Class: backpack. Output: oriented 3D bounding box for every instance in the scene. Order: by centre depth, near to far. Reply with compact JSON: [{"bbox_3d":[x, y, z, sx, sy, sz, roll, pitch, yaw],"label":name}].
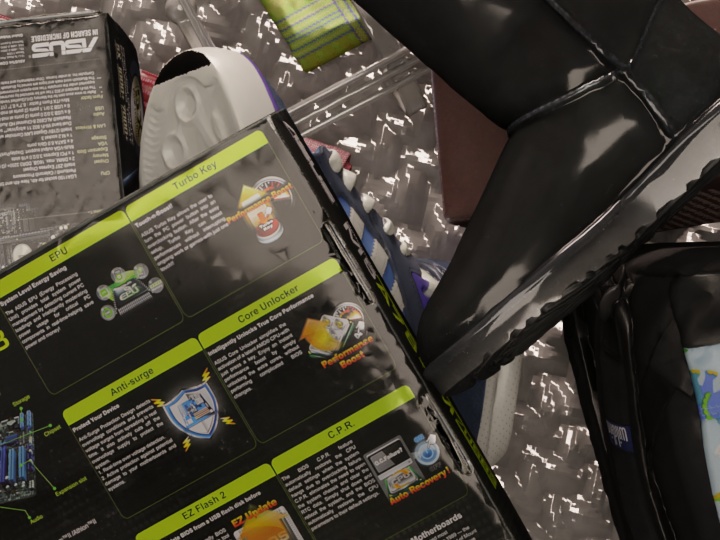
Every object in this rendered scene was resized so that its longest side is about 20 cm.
[{"bbox_3d":[0.158,0.087,0.862,0.154,0.163,0.200,-4,91,-13],"label":"backpack"}]

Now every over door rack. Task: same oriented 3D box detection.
[{"bbox_3d":[-0.019,-0.150,0.886,0.148,0.067,0.200,-28,120,-3],"label":"over door rack"}]

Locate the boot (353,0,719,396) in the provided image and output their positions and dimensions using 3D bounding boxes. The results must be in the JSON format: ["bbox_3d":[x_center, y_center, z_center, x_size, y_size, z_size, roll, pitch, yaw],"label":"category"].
[{"bbox_3d":[0.027,-0.078,0.795,0.165,0.066,0.200,-41,81,-9],"label":"boot"}]

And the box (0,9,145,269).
[{"bbox_3d":[-0.184,-0.007,0.892,0.200,0.086,0.164,-7,83,2],"label":"box"}]

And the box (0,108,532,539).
[{"bbox_3d":[-0.067,0.072,0.812,0.200,0.048,0.193,-30,92,8],"label":"box"}]

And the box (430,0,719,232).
[{"bbox_3d":[0.138,-0.060,0.863,0.200,0.100,0.075,-11,79,26],"label":"box"}]

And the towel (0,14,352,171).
[{"bbox_3d":[-0.121,-0.020,0.946,0.200,0.023,0.144,22,85,4],"label":"towel"}]

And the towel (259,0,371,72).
[{"bbox_3d":[0.028,-0.190,0.956,0.200,0.023,0.144,-31,85,0],"label":"towel"}]

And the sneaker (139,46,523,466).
[{"bbox_3d":[0.000,0.000,0.896,0.146,0.081,0.200,-17,93,-42],"label":"sneaker"}]
